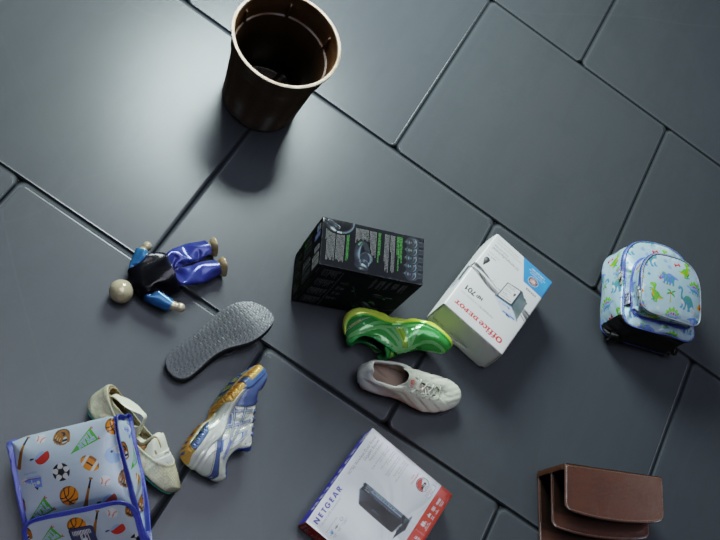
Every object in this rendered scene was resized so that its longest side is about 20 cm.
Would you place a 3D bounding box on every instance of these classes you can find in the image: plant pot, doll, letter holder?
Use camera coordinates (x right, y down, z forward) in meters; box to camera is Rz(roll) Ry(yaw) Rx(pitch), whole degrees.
[{"bbox_3d":[-0.159,-0.365,1.705,0.199,0.198,0.201,8,65,-18],"label":"plant pot"},{"bbox_3d":[-0.324,0.010,1.566,0.199,0.048,0.137,-19,75,-27],"label":"doll"},{"bbox_3d":[0.424,0.430,1.649,0.199,0.101,0.143,11,66,-17],"label":"letter holder"}]

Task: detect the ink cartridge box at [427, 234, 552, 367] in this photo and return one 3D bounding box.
[{"bbox_3d":[0.243,0.056,1.747,0.146,0.086,0.200,41,58,-1],"label":"ink cartridge box"}]

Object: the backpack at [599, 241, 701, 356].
[{"bbox_3d":[0.578,0.042,1.849,0.182,0.147,0.201,15,61,-17],"label":"backpack"}]

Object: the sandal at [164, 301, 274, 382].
[{"bbox_3d":[-0.239,0.116,1.564,0.200,0.043,0.076,-29,74,-19],"label":"sandal"}]

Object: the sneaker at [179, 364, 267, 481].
[{"bbox_3d":[-0.203,0.247,1.508,0.088,0.075,0.200,42,66,-13],"label":"sneaker"}]

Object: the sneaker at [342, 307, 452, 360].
[{"bbox_3d":[0.063,0.126,1.657,0.199,0.074,0.084,11,62,-6],"label":"sneaker"}]

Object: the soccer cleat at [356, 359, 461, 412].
[{"bbox_3d":[0.091,0.201,1.629,0.199,0.078,0.070,15,63,-15],"label":"soccer cleat"}]

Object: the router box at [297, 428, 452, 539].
[{"bbox_3d":[0.026,0.396,1.537,0.179,0.049,0.200,40,60,-2],"label":"router box"}]

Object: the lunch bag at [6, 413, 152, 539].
[{"bbox_3d":[-0.398,0.322,1.343,0.169,0.124,0.201,-12,83,-2],"label":"lunch bag"}]

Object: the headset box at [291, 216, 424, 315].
[{"bbox_3d":[0.000,0.000,1.624,0.199,0.174,0.093,11,65,-16],"label":"headset box"}]

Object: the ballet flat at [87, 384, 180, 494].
[{"bbox_3d":[-0.340,0.258,1.436,0.200,0.067,0.062,45,104,2],"label":"ballet flat"}]
